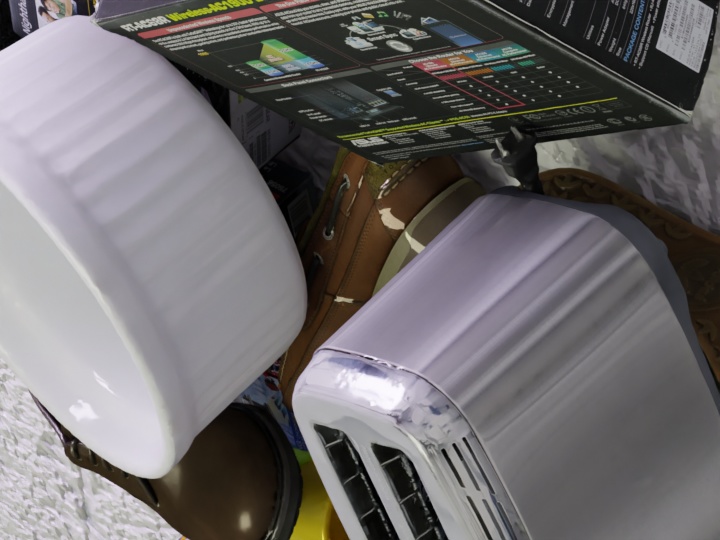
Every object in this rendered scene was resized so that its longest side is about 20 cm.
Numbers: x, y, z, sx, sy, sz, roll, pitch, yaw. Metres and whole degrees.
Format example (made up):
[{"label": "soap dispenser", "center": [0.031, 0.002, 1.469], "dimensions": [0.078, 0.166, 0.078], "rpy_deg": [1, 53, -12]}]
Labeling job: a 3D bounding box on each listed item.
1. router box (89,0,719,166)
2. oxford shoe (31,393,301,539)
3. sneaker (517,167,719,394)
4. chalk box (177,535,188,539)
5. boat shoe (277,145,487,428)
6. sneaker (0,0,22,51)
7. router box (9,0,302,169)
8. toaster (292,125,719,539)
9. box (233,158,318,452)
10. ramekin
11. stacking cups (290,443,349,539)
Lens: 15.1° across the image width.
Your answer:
[{"label": "router box", "center": [0.014, -0.102, 1.021], "dimensions": [0.149, 0.062, 0.200], "rpy_deg": [24, 163, -33]}, {"label": "oxford shoe", "center": [-0.101, 0.086, 1.302], "dimensions": [0.084, 0.073, 0.200], "rpy_deg": [12, -172, -39]}, {"label": "sneaker", "center": [0.143, 0.038, 1.093], "dimensions": [0.200, 0.067, 0.090], "rpy_deg": [33, 154, 26]}, {"label": "chalk box", "center": [-0.012, 0.185, 1.406], "dimensions": [0.200, 0.124, 0.125], "rpy_deg": [-9, 119, 56]}, {"label": "boat shoe", "center": [0.000, 0.000, 1.234], "dimensions": [0.068, 0.072, 0.200], "rpy_deg": [46, 142, 11]}, {"label": "sneaker", "center": [-0.192, -0.167, 1.267], "dimensions": [0.086, 0.080, 0.201], "rpy_deg": [21, 143, 35]}, {"label": "router box", "center": [-0.095, -0.150, 1.185], "dimensions": [0.149, 0.051, 0.201], "rpy_deg": [35, 148, 24]}, {"label": "toaster", "center": [0.061, 0.062, 1.028], "dimensions": [0.113, 0.129, 0.201], "rpy_deg": [14, 136, 49]}, {"label": "box", "center": [-0.069, 0.012, 1.358], "dimensions": [0.137, 0.040, 0.201], "rpy_deg": [26, 145, 34]}, {"label": "ramekin", "center": [-0.114, -0.016, 1.204], "dimensions": [0.200, 0.098, 0.201], "rpy_deg": [43, 158, 22]}, {"label": "stacking cups", "center": [-0.060, 0.109, 1.360], "dimensions": [0.199, 0.060, 0.061], "rpy_deg": [9, 133, 48]}]
